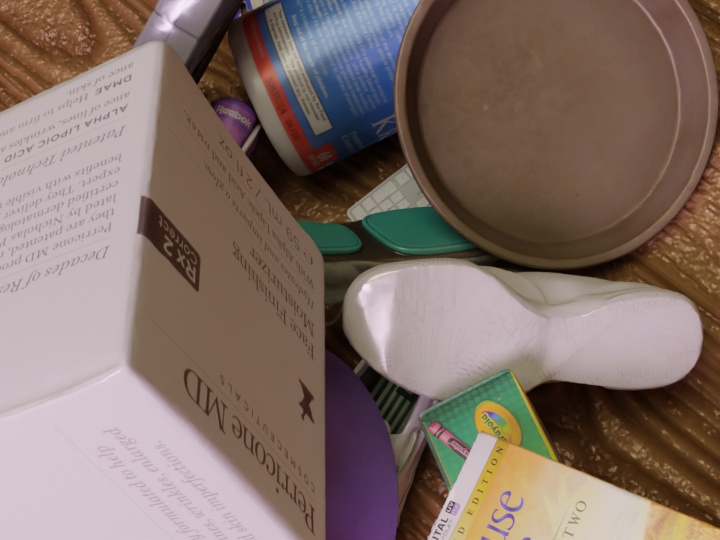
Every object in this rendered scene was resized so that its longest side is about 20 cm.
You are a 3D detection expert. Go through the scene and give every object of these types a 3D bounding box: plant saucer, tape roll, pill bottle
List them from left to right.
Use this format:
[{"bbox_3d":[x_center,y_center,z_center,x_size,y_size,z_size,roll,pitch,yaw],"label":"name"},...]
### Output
[{"bbox_3d":[-0.081,0.130,0.814,0.198,0.085,0.203,-12,71,36],"label":"tape roll"},{"bbox_3d":[0.025,-0.150,0.945,0.198,0.112,0.113,-25,58,7],"label":"pill bottle"},{"bbox_3d":[0.115,-0.101,0.879,0.197,0.029,0.203,0,89,-8],"label":"plant saucer"}]

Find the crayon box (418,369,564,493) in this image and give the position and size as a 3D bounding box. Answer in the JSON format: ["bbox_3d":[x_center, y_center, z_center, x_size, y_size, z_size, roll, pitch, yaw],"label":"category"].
[{"bbox_3d":[0.104,0.164,0.747,0.058,0.119,0.201,-27,57,5],"label":"crayon box"}]

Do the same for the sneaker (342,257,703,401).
[{"bbox_3d":[0.083,0.029,0.820,0.197,0.089,0.076,6,101,-10],"label":"sneaker"}]

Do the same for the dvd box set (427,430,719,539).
[{"bbox_3d":[0.110,0.172,0.651,0.198,0.029,0.147,21,72,28],"label":"dvd box set"}]

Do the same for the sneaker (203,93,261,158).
[{"bbox_3d":[-0.106,-0.050,0.893,0.115,0.072,0.201,-57,16,14],"label":"sneaker"}]

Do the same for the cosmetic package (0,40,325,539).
[{"bbox_3d":[-0.122,0.040,0.676,0.163,0.165,0.202,-21,43,18],"label":"cosmetic package"}]

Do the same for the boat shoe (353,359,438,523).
[{"bbox_3d":[0.001,0.094,0.852,0.073,0.067,0.201,21,73,29],"label":"boat shoe"}]

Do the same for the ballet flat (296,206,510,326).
[{"bbox_3d":[0.000,0.000,0.882,0.198,0.064,0.067,-4,28,-27],"label":"ballet flat"}]

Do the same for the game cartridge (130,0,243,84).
[{"bbox_3d":[-0.121,-0.125,0.923,0.201,0.041,0.134,-56,9,31],"label":"game cartridge"}]

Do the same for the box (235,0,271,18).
[{"bbox_3d":[-0.008,-0.222,1.038,0.198,0.042,0.120,-21,58,7],"label":"box"}]

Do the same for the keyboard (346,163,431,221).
[{"bbox_3d":[0.082,-0.081,0.947,0.199,0.011,0.056,-37,57,-1],"label":"keyboard"}]
